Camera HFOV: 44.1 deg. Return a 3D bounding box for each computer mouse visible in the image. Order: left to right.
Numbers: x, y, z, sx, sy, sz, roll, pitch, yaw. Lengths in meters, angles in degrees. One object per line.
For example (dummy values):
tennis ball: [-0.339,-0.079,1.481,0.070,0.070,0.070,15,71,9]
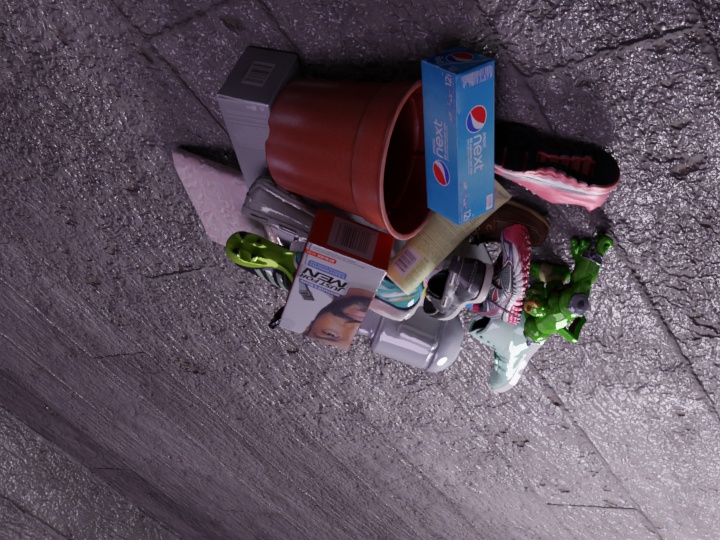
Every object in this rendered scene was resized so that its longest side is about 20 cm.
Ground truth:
computer mouse: [-0.086,0.018,1.439,0.034,0.200,0.058,50,148,-15]

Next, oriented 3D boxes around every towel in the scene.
towel: [-0.207,-0.099,1.443,0.198,0.032,0.193,22,147,36]

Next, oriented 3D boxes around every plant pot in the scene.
plant pot: [-0.008,-0.161,1.159,0.192,0.203,0.203,15,147,27]

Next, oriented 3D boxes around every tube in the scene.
tube: [0.116,-0.055,1.226,0.058,0.200,0.052,39,-176,-43]

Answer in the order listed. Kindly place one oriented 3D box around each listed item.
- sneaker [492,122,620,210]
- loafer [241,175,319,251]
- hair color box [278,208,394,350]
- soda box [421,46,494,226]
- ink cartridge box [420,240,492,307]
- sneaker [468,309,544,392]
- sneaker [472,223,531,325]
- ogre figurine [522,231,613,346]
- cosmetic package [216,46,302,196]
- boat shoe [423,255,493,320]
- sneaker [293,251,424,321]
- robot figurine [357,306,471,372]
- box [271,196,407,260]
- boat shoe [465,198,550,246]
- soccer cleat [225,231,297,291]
sneaker: [0.231,-0.123,1.153,0.196,0.075,0.087,19,151,11]
loafer: [-0.073,-0.055,1.234,0.198,0.070,0.070,33,103,0]
hair color box: [-0.036,0.018,1.202,0.109,0.065,0.201,19,143,-4]
soda box: [0.122,-0.165,1.099,0.068,0.063,0.204,35,140,45]
ink cartridge box: [0.103,-0.003,1.403,0.196,0.068,0.117,-1,140,33]
sneaker: [0.227,0.122,1.489,0.116,0.075,0.202,18,137,-3]
sneaker: [0.200,0.012,1.258,0.073,0.082,0.202,9,144,8]
ogre figurine: [0.291,0.034,1.287,0.098,0.121,0.198,39,143,-25]
cosmetic package: [-0.123,-0.196,1.246,0.088,0.108,0.202,12,143,16]
boat shoe: [0.124,0.022,1.272,0.066,0.073,0.200,13,163,-11]
sneaker: [0.000,0.000,1.292,0.196,0.078,0.081,18,128,1]
robot figurine: [0.090,0.101,1.506,0.196,0.115,0.170,20,-171,-4]
box: [-0.019,-0.074,1.346,0.196,0.108,0.153,0,140,33]
boat shoe: [0.170,-0.065,1.274,0.196,0.068,0.073,15,146,13]
soccer cleat: [-0.115,-0.002,1.365,0.197,0.069,0.081,26,166,1]
